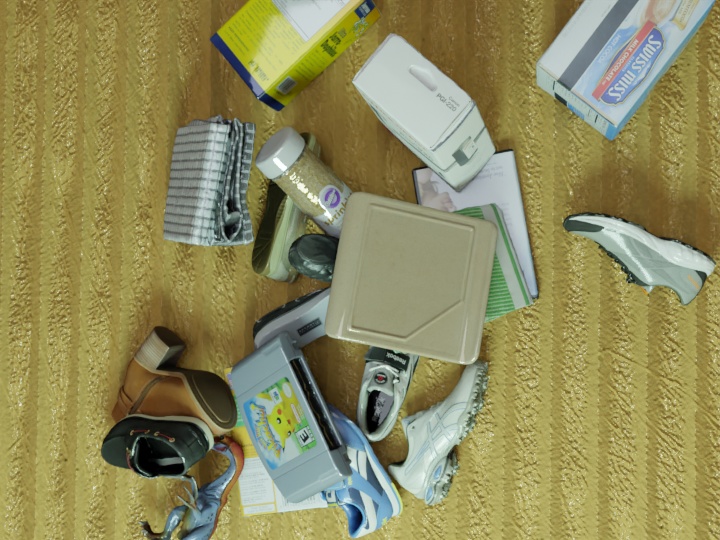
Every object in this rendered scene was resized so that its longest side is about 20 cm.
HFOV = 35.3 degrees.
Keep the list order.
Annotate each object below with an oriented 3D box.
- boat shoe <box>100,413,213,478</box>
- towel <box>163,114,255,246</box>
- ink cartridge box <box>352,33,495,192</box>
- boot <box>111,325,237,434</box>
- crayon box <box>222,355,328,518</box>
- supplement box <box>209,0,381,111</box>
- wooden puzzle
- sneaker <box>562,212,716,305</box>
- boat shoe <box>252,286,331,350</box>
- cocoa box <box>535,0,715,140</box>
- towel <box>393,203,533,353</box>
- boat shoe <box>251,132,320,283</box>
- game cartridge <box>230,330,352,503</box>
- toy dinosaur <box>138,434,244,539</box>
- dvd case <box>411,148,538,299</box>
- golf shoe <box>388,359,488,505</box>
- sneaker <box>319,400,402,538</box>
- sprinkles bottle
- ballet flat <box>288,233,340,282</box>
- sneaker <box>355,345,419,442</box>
[{"bbox_3d":[-0.283,0.235,1.497,0.199,0.063,0.075,-10,113,39],"label":"boat shoe"},{"bbox_3d":[-0.196,-0.114,1.499,0.084,0.199,0.169,9,89,-24],"label":"towel"},{"bbox_3d":[0.085,-0.195,1.428,0.145,0.200,0.085,43,90,17],"label":"ink cartridge box"},{"bbox_3d":[-0.256,0.194,1.538,0.200,0.073,0.156,45,113,34],"label":"boot"},{"bbox_3d":[-0.110,0.224,1.539,0.123,0.052,0.204,-9,87,11],"label":"crayon box"},{"bbox_3d":[-0.085,-0.328,1.522,0.199,0.109,0.109,-41,82,8],"label":"supplement box"},{"bbox_3d":[0.064,0.011,1.428,0.196,0.037,0.188,11,80,-4],"label":"wooden puzzle"},{"bbox_3d":[0.350,-0.020,1.449,0.198,0.074,0.080,24,98,10],"label":"sneaker"},{"bbox_3d":[-0.057,0.053,1.527,0.197,0.057,0.069,-25,124,-5],"label":"boat shoe"},{"bbox_3d":[0.332,-0.288,1.428,0.131,0.133,0.201,39,96,9],"label":"cocoa box"},{"bbox_3d":[0.112,0.006,1.464,0.197,0.023,0.155,-18,85,-13],"label":"towel"},{"bbox_3d":[-0.089,-0.086,1.544,0.062,0.073,0.204,17,87,-33],"label":"boat shoe"},{"bbox_3d":[-0.095,0.194,1.461,0.133,0.040,0.202,-36,76,45],"label":"game cartridge"},{"bbox_3d":[-0.214,0.314,1.535,0.181,0.201,0.105,-38,46,-1],"label":"toy dinosaur"},{"bbox_3d":[0.153,-0.050,1.514,0.140,0.018,0.204,-10,87,10],"label":"dvd case"},{"bbox_3d":[0.101,0.202,1.490,0.096,0.078,0.203,24,92,16],"label":"golf shoe"},{"bbox_3d":[-0.023,0.259,1.477,0.082,0.074,0.202,-36,99,-24],"label":"sneaker"},{"bbox_3d":[-0.049,-0.097,1.482,0.068,0.068,0.200,-42,114,6],"label":"sprinkles bottle"},{"bbox_3d":[0.000,0.000,1.481,0.197,0.057,0.067,22,71,-12],"label":"ballet flat"},{"bbox_3d":[0.039,0.130,1.492,0.073,0.089,0.204,11,90,4],"label":"sneaker"}]
